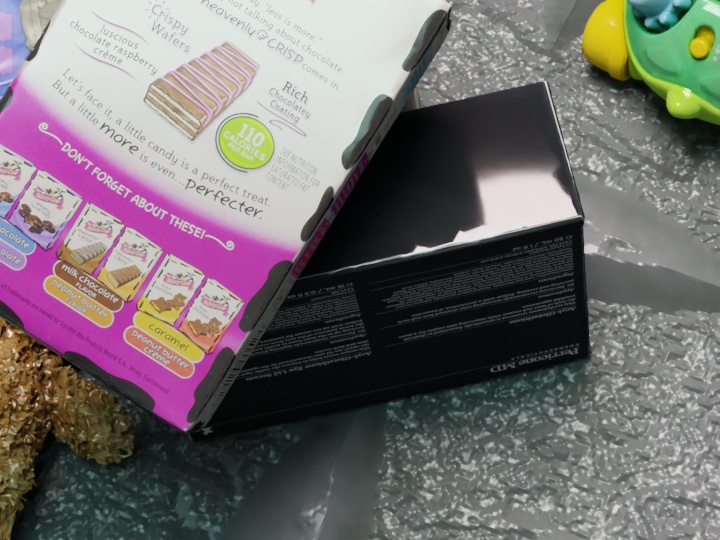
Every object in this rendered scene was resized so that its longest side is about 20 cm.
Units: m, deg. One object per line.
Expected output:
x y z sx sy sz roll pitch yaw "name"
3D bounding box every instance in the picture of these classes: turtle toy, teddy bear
0.206 -0.154 0.983 0.145 0.101 0.200 28 69 21 "turtle toy"
-0.184 0.066 0.941 0.145 0.067 0.200 32 72 20 "teddy bear"

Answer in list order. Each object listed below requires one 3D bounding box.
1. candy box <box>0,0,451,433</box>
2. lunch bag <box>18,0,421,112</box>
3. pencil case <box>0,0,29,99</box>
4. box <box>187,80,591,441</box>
-0.070 -0.054 0.805 0.136 0.061 0.201 33 90 3 "candy box"
-0.058 -0.093 0.932 0.163 0.200 0.118 -15 61 1 "lunch bag"
-0.191 -0.138 1.043 0.087 0.078 0.201 -27 58 27 "pencil case"
0.000 0.000 0.909 0.199 0.141 0.079 -12 59 1 "box"
